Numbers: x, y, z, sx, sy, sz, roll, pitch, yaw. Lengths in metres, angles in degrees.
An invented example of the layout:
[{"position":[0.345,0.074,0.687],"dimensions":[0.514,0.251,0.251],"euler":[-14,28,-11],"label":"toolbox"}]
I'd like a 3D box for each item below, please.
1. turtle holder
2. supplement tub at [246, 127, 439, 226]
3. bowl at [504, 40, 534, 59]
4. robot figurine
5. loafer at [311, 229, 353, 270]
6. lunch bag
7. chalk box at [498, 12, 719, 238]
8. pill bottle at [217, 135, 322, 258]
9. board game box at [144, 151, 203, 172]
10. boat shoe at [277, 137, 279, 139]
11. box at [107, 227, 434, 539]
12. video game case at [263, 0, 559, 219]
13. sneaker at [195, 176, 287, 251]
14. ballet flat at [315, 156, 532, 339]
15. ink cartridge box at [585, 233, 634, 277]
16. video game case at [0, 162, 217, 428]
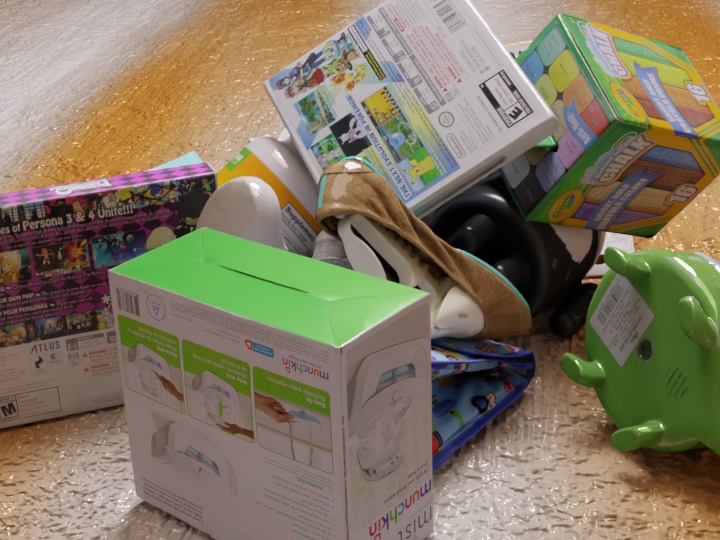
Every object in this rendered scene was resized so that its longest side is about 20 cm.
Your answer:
[{"position":[0.247,0.061,0.942],"dimensions":[0.131,0.142,0.185],"euler":[3,8,-31],"label":"turtle holder"},{"position":[-0.003,-0.077,1.278],"dimensions":[0.199,0.145,0.144],"euler":[-7,24,-11],"label":"supplement tub"},{"position":[0.190,-0.159,1.470],"dimensions":[0.199,0.201,0.095],"euler":[-3,68,-1],"label":"bowl"},{"position":[0.134,-0.025,1.153],"dimensions":[0.124,0.151,0.200],"euler":[3,20,34],"label":"robot figurine"},{"position":[0.000,0.000,1.123],"dimensions":[0.069,0.070,0.200],"euler":[-2,-5,8],"label":"loafer"},{"position":[0.030,0.079,1.016],"dimensions":[0.150,0.095,0.200],"euler":[11,14,32],"label":"lunch bag"},{"position":[0.185,-0.118,1.089],"dimensions":[0.199,0.124,0.125],"euler":[6,49,-38],"label":"chalk box"},{"position":[-0.085,-0.043,1.142],"dimensions":[0.200,0.111,0.111],"euler":[-43,32,-4],"label":"pill bottle"},{"position":[-0.230,-0.014,1.166],"dimensions":[0.047,0.151,0.200],"euler":[50,43,9],"label":"board game box"},{"position":[-0.108,-0.093,1.393],"dimensions":[0.072,0.066,0.201],"euler":[17,43,43],"label":"boat shoe"},{"position":[-0.058,0.087,0.866],"dimensions":[0.199,0.178,0.097],"euler":[15,29,37],"label":"box"},{"position":[0.034,-0.131,1.059],"dimensions":[0.182,0.022,0.200],"euler":[-32,54,5],"label":"video game case"},{"position":[-0.075,0.009,1.020],"dimensions":[0.088,0.201,0.075],"euler":[-19,45,-34],"label":"sneaker"},{"position":[0.041,0.003,0.970],"dimensions":[0.068,0.200,0.073],"euler":[-29,26,44],"label":"ballet flat"},{"position":[0.201,-0.077,1.300],"dimensions":[0.108,0.050,0.201],"euler":[-3,67,-1],"label":"ink cartridge box"},{"position":[-0.202,0.020,1.034],"dimensions":[0.199,0.182,0.036],"euler":[-11,24,-16],"label":"video game case"}]
